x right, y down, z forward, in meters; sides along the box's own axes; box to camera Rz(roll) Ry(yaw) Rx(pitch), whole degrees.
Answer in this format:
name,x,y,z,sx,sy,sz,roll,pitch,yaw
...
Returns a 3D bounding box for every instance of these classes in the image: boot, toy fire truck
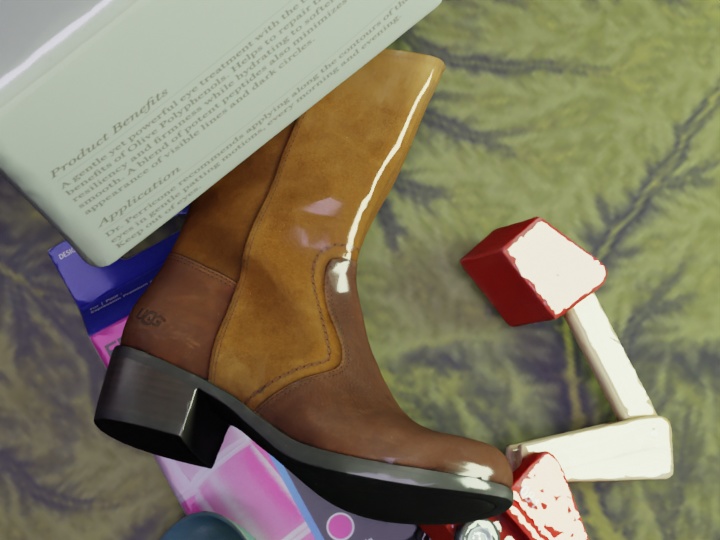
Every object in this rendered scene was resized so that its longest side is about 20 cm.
name,x,y,z,sx,sy,sz,roll,pitch,yaw
boot,0.000,0.000,0.890,0.188,0.068,0.200,12,70,22
toy fire truck,0.094,0.092,0.924,0.141,0.049,0.200,-45,101,-20

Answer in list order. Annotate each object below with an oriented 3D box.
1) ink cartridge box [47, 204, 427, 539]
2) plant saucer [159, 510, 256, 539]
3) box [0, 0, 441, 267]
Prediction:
name,x,y,z,sx,sy,sz,roll,pitch,yaw
ink cartridge box,-0.056,0.054,0.936,0.095,0.037,0.200,-29,87,-3
plant saucer,-0.062,0.202,0.859,0.027,0.200,0.200,8,87,-26
box,-0.109,-0.152,0.847,0.199,0.171,0.200,-38,70,-3
